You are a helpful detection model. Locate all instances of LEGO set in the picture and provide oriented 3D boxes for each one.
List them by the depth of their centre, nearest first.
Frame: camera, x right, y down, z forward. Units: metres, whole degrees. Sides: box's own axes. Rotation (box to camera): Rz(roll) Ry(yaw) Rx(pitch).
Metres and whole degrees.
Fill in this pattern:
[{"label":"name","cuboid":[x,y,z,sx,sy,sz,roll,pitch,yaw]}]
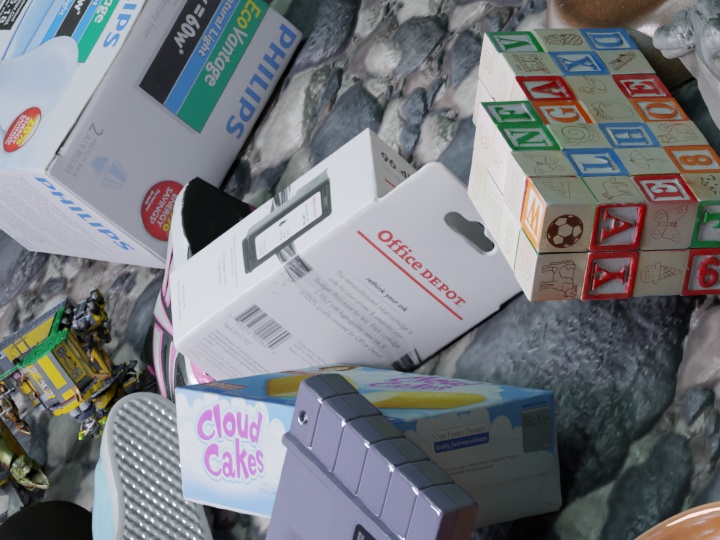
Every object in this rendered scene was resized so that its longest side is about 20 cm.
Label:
[{"label":"LEGO set","cuboid":[-0.214,0.116,1.809,0.199,0.116,0.154,-35,13,1]}]

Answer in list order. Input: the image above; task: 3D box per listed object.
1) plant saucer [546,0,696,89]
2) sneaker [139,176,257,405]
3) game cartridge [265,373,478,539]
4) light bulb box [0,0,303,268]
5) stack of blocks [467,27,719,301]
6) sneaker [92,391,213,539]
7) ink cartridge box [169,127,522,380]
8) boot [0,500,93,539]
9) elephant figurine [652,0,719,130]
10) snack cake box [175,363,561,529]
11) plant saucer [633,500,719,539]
[{"label":"plant saucer","cuboid":[0.179,-0.191,1.698,0.200,0.037,0.201,-31,39,29]},{"label":"sneaker","cuboid":[-0.107,0.027,1.810,0.086,0.080,0.201,-44,26,32]},{"label":"game cartridge","cuboid":[-0.007,0.170,1.462,0.130,0.038,0.201,44,131,44]},{"label":"light bulb box","cuboid":[-0.177,-0.120,1.989,0.199,0.125,0.199,7,64,54]},{"label":"stack of blocks","cuboid":[0.119,-0.062,1.565,0.200,0.114,0.059,-115,28,-55]},{"label":"sneaker","cuboid":[-0.123,0.177,1.709,0.082,0.073,0.201,106,165,-55]},{"label":"ink cartridge box","cuboid":[0.000,0.000,1.662,0.199,0.116,0.068,-35,36,23]},{"label":"boot","cuboid":[-0.251,0.249,1.790,0.200,0.064,0.186,-54,-8,37]},{"label":"elephant figurine","cuboid":[0.214,-0.113,1.425,0.155,0.200,0.142,6,63,53]},{"label":"snack cake box","cuboid":[0.002,0.096,1.556,0.199,0.114,0.068,5,101,52]},{"label":"plant saucer","cuboid":[0.158,0.203,1.343,0.200,0.037,0.201,-33,37,29]}]
